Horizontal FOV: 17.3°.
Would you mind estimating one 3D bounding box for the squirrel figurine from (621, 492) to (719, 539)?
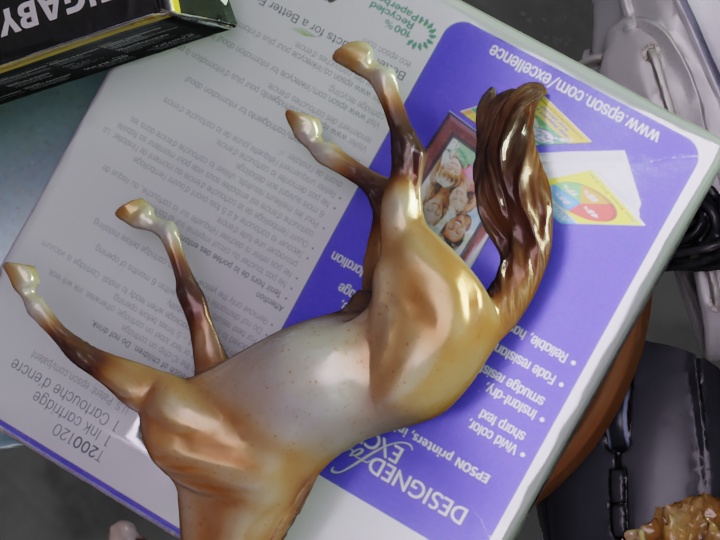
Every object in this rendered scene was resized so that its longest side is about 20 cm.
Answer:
[{"bbox_3d":[0.145,0.165,0.748,0.187,0.142,0.200,-32,76,-19],"label":"squirrel figurine"}]

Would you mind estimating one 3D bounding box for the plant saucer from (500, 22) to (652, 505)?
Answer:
[{"bbox_3d":[0.000,0.000,0.820,0.200,0.037,0.200,-1,85,13],"label":"plant saucer"}]

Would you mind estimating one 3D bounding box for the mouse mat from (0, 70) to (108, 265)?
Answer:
[{"bbox_3d":[-0.123,-0.063,0.913,0.200,0.008,0.161,-3,81,5],"label":"mouse mat"}]

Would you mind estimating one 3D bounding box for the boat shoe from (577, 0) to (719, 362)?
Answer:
[{"bbox_3d":[0.109,-0.063,0.866,0.066,0.072,0.200,-24,89,-4],"label":"boat shoe"}]

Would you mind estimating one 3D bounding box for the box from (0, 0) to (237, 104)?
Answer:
[{"bbox_3d":[-0.151,-0.132,0.793,0.200,0.049,0.160,-14,82,24],"label":"box"}]

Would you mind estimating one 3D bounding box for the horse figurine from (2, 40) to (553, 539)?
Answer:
[{"bbox_3d":[-0.016,0.017,0.733,0.200,0.050,0.133,-31,78,9],"label":"horse figurine"}]

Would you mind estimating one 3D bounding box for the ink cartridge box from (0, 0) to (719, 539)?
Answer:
[{"bbox_3d":[-0.012,0.000,0.781,0.198,0.043,0.200,30,91,14],"label":"ink cartridge box"}]

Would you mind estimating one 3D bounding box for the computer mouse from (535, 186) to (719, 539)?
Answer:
[{"bbox_3d":[0.069,0.069,0.841,0.140,0.046,0.200,0,97,23],"label":"computer mouse"}]

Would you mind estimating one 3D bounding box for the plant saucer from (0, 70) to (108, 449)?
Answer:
[{"bbox_3d":[-0.138,-0.031,0.887,0.201,0.039,0.201,-1,82,5],"label":"plant saucer"}]
